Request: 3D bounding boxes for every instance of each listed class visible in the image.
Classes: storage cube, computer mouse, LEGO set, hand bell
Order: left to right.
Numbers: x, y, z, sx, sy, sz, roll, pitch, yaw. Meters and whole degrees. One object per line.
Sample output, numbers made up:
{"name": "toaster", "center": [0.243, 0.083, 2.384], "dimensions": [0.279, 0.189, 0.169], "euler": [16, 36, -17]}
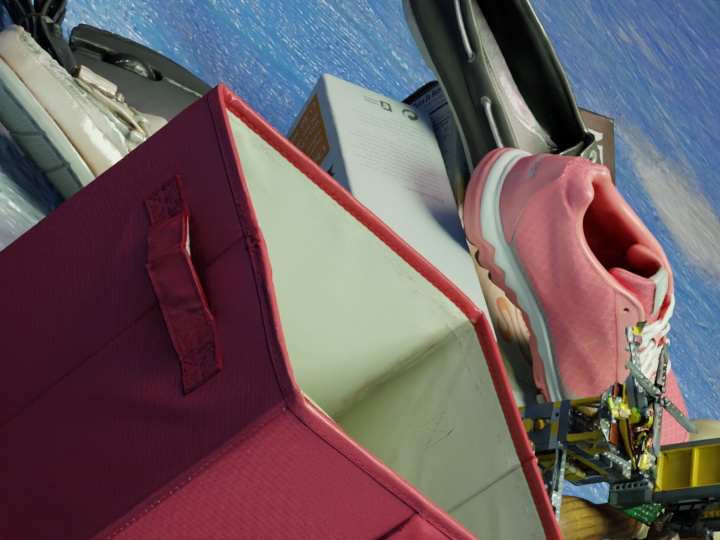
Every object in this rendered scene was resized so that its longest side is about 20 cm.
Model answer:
{"name": "computer mouse", "center": [-0.104, -0.077, 1.302], "dimensions": [0.200, 0.053, 0.139], "euler": [41, 21, -36]}
{"name": "storage cube", "center": [-0.051, 0.079, 0.939], "dimensions": [0.200, 0.179, 0.172], "euler": [41, 22, -39]}
{"name": "hand bell", "center": [0.136, 0.132, 1.355], "dimensions": [0.199, 0.104, 0.105], "euler": [4, 52, -53]}
{"name": "LEGO set", "center": [0.157, 0.133, 1.235], "dimensions": [0.200, 0.115, 0.155], "euler": [39, 53, -39]}

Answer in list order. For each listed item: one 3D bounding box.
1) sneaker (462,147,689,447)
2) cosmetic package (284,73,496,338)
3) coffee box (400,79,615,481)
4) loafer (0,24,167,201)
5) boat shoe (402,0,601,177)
{"name": "sneaker", "center": [0.127, 0.026, 1.295], "dimensions": [0.074, 0.086, 0.201], "euler": [-47, 117, -35]}
{"name": "cosmetic package", "center": [0.000, 0.000, 1.324], "dimensions": [0.071, 0.102, 0.201], "euler": [19, 32, -24]}
{"name": "coffee box", "center": [0.076, 0.003, 1.396], "dimensions": [0.114, 0.080, 0.201], "euler": [18, 59, -29]}
{"name": "loafer", "center": [-0.102, -0.041, 1.191], "dimensions": [0.200, 0.063, 0.072], "euler": [53, -15, -17]}
{"name": "boat shoe", "center": [0.087, -0.083, 1.354], "dimensions": [0.067, 0.057, 0.201], "euler": [-23, 82, -38]}
